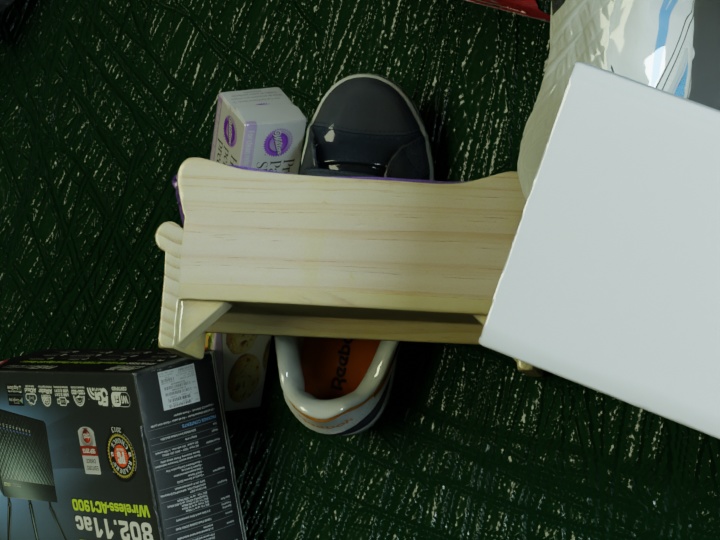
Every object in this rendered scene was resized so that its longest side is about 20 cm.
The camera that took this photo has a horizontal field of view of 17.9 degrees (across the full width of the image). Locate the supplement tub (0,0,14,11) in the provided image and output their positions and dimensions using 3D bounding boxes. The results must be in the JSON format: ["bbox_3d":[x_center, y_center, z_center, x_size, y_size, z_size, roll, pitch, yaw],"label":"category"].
[{"bbox_3d":[-0.286,-0.272,1.646,0.122,0.122,0.201,31,105,50],"label":"supplement tub"}]

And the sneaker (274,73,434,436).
[{"bbox_3d":[-0.003,-0.010,1.237,0.078,0.079,0.201,3,88,8],"label":"sneaker"}]

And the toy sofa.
[{"bbox_3d":[0.000,0.000,1.156,0.199,0.083,0.098,2,84,8],"label":"toy sofa"}]

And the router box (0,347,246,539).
[{"bbox_3d":[-0.153,0.127,1.381,0.199,0.062,0.151,-3,100,52],"label":"router box"}]

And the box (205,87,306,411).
[{"bbox_3d":[-0.069,-0.009,1.315,0.039,0.041,0.201,50,139,46],"label":"box"}]

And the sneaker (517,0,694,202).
[{"bbox_3d":[0.125,-0.114,1.044,0.072,0.072,0.201,21,98,43],"label":"sneaker"}]

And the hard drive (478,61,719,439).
[{"bbox_3d":[0.165,0.006,0.984,0.199,0.027,0.133,21,100,12],"label":"hard drive"}]

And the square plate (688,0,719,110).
[{"bbox_3d":[0.167,-0.077,1.064,0.198,0.028,0.201,12,105,55],"label":"square plate"}]

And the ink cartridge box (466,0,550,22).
[{"bbox_3d":[0.021,-0.177,1.202,0.200,0.160,0.050,25,104,51],"label":"ink cartridge box"}]
